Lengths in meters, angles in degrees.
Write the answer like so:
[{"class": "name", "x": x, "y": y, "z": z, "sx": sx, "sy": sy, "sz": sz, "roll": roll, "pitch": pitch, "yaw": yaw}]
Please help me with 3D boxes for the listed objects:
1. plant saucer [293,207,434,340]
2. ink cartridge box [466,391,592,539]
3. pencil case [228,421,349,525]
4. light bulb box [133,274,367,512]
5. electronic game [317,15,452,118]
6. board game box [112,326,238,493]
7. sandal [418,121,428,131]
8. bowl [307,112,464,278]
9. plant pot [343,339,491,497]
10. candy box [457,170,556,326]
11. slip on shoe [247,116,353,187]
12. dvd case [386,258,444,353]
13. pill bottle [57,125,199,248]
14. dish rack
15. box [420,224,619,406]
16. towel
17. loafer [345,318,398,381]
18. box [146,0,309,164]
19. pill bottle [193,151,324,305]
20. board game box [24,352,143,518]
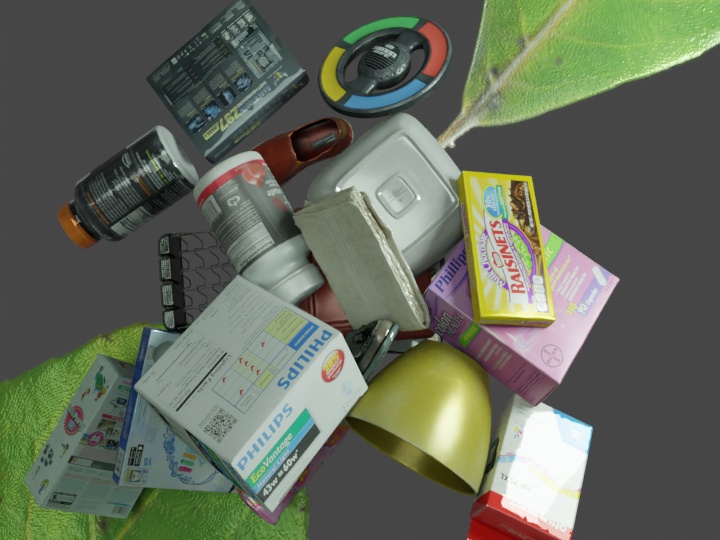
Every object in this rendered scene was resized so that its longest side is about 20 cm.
[{"class": "plant saucer", "x": 0.000, "y": 0.000, "z": 1.077, "sx": 0.195, "sy": 0.037, "sz": 0.205, "roll": -5, "pitch": 84, "yaw": 8}, {"class": "ink cartridge box", "x": 0.213, "y": 0.274, "z": 0.967, "sx": 0.114, "sy": 0.068, "sz": 0.203, "roll": 23, "pitch": 58, "yaw": 0}, {"class": "pencil case", "x": -0.088, "y": 0.246, "z": 1.048, "sx": 0.087, "sy": 0.088, "sz": 0.201, "roll": 37, "pitch": 82, "yaw": 10}, {"class": "light bulb box", "x": -0.132, "y": 0.144, "z": 0.940, "sx": 0.198, "sy": 0.126, "sz": 0.199, "roll": 25, "pitch": 63, "yaw": 37}, {"class": "electronic game", "x": 0.033, "y": -0.290, "z": 1.076, "sx": 0.195, "sy": 0.042, "sz": 0.204, "roll": -10, "pitch": 51, "yaw": 13}, {"class": "board game box", "x": -0.220, "y": 0.195, "z": 1.046, "sx": 0.196, "sy": 0.043, "sz": 0.205, "roll": 15, "pitch": 85, "yaw": -33}, {"class": "sandal", "x": 0.014, "y": -0.144, "z": 1.096, "sx": 0.199, "sy": 0.048, "sz": 0.076, "roll": -37, "pitch": 51, "yaw": -4}, {"class": "bowl", "x": 0.048, "y": -0.095, "z": 1.018, "sx": 0.199, "sy": 0.075, "sz": 0.201, "roll": -39, "pitch": 89, "yaw": -5}, {"class": "plant pot", "x": 0.093, "y": 0.179, "z": 0.999, "sx": 0.197, "sy": 0.201, "sz": 0.144, "roll": 28, "pitch": 71, "yaw": 10}, {"class": "candy box", "x": 0.180, "y": -0.030, "z": 0.954, "sx": 0.100, "sy": 0.027, "sz": 0.205, "roll": 2, "pitch": 64, "yaw": -11}, {"class": "slip on shoe", "x": -0.104, "y": -0.171, "z": 1.115, "sx": 0.196, "sy": 0.061, "sz": 0.076, "roll": -23, "pitch": 83, "yaw": 7}, {"class": "dvd case", "x": 0.050, "y": 0.016, "z": 1.094, "sx": 0.139, "sy": 0.018, "sz": 0.206, "roll": 1, "pitch": 84, "yaw": 9}, {"class": "pill bottle", "x": -0.344, "y": -0.115, "z": 1.122, "sx": 0.198, "sy": 0.106, "sz": 0.108, "roll": -33, "pitch": 81, "yaw": 4}, {"class": "dish rack", "x": -0.201, "y": 0.010, "z": 1.117, "sx": 0.195, "sy": 0.055, "sz": 0.158, "roll": -7, "pitch": 84, "yaw": 6}, {"class": "box", "x": 0.202, "y": 0.037, "z": 0.998, "sx": 0.198, "sy": 0.097, "sz": 0.177, "roll": 35, "pitch": 65, "yaw": 10}, {"class": "towel", "x": 0.000, "y": -0.007, "z": 0.979, "sx": 0.131, "sy": 0.034, "sz": 0.203, "roll": -10, "pitch": 113, "yaw": 47}, {"class": "loafer", "x": -0.006, "y": 0.112, "z": 1.006, "sx": 0.062, "sy": 0.201, "sz": 0.072, "roll": 33, "pitch": 60, "yaw": 4}, {"class": "box", "x": -0.198, "y": -0.285, "z": 1.145, "sx": 0.199, "sy": 0.051, "sz": 0.159, "roll": -40, "pitch": 80, "yaw": 2}, {"class": "pill bottle", "x": -0.133, "y": -0.048, "z": 1.035, "sx": 0.109, "sy": 0.111, "sz": 0.202, "roll": -32, "pitch": 85, "yaw": 4}, {"class": "board game box", "x": -0.346, "y": 0.234, "z": 1.065, "sx": 0.064, "sy": 0.147, "sz": 0.203, "roll": 31, "pitch": 90, "yaw": 39}]
